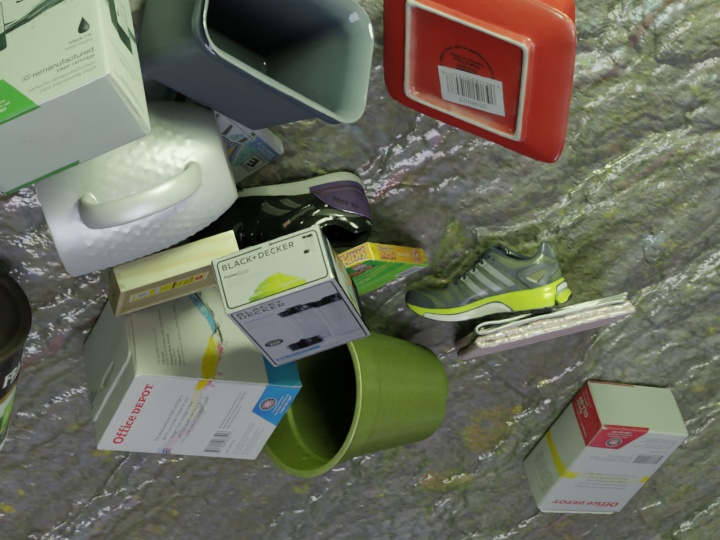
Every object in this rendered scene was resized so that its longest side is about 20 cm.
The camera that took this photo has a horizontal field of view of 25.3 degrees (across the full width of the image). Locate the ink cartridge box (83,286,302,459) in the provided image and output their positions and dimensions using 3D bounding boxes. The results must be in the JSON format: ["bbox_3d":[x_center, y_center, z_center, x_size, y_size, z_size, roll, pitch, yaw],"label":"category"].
[{"bbox_3d":[-0.196,0.112,1.828,0.199,0.145,0.147,8,137,-28],"label":"ink cartridge box"}]

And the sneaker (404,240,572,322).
[{"bbox_3d":[0.148,0.012,1.897,0.199,0.081,0.074,-9,-176,15],"label":"sneaker"}]

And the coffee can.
[{"bbox_3d":[-0.442,0.106,1.734,0.146,0.147,0.200,1,139,-21],"label":"coffee can"}]

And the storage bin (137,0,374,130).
[{"bbox_3d":[-0.105,-0.216,1.486,0.134,0.146,0.200,-12,153,43],"label":"storage bin"}]

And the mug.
[{"bbox_3d":[-0.210,-0.082,1.516,0.174,0.200,0.148,-16,106,-2],"label":"mug"}]

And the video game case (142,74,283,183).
[{"bbox_3d":[-0.206,-0.128,1.631,0.182,0.022,0.200,-31,140,18],"label":"video game case"}]

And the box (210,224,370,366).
[{"bbox_3d":[-0.068,0.029,1.633,0.116,0.060,0.200,-18,159,4],"label":"box"}]

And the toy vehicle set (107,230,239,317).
[{"bbox_3d":[-0.197,0.006,1.659,0.124,0.027,0.200,-18,175,-13],"label":"toy vehicle set"}]

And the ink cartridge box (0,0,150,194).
[{"bbox_3d":[-0.273,-0.184,1.397,0.146,0.201,0.083,-23,139,8],"label":"ink cartridge box"}]

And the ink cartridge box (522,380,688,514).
[{"bbox_3d":[0.338,0.250,2.238,0.144,0.084,0.200,7,136,-26],"label":"ink cartridge box"}]

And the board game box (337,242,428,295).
[{"bbox_3d":[0.000,0.000,1.780,0.095,0.030,0.200,-24,173,19],"label":"board game box"}]

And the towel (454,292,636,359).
[{"bbox_3d":[0.220,0.067,1.950,0.199,0.032,0.191,-12,173,-4],"label":"towel"}]

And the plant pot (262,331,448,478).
[{"bbox_3d":[0.001,0.145,1.932,0.189,0.201,0.200,3,140,-43],"label":"plant pot"}]

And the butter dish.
[{"bbox_3d":[0.133,-0.234,1.536,0.199,0.148,0.200,24,145,18],"label":"butter dish"}]

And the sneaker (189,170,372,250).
[{"bbox_3d":[-0.086,-0.043,1.725,0.199,0.088,0.076,-16,142,0],"label":"sneaker"}]
